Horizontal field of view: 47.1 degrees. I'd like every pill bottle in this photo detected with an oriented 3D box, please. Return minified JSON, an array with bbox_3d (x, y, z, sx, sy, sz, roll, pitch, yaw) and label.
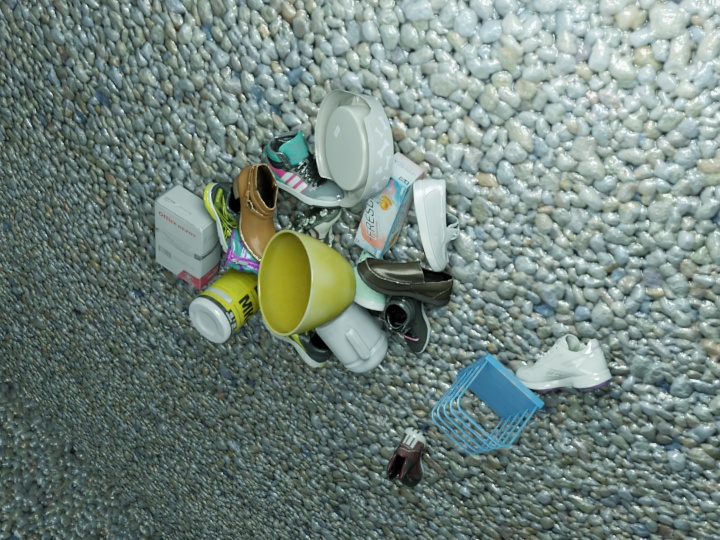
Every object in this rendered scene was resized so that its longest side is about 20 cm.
[{"bbox_3d":[-0.278,0.059,1.843,0.113,0.200,0.115,23,136,24],"label":"pill bottle"}]

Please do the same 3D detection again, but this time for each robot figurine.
[{"bbox_3d":[-0.018,0.134,1.747,0.201,0.112,0.170,52,-177,-17],"label":"robot figurine"}]

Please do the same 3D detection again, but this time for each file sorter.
[{"bbox_3d":[0.235,0.268,1.600,0.139,0.123,0.200,42,162,4],"label":"file sorter"}]

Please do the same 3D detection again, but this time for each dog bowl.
[{"bbox_3d":[-0.011,-0.214,1.436,0.199,0.058,0.203,25,119,56],"label":"dog bowl"}]

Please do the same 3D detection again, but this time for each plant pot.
[{"bbox_3d":[-0.092,0.027,1.617,0.199,0.140,0.203,-6,83,53],"label":"plant pot"}]

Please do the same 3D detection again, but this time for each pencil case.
[{"bbox_3d":[-0.190,-0.014,1.742,0.198,0.093,0.086,21,123,-11],"label":"pencil case"}]

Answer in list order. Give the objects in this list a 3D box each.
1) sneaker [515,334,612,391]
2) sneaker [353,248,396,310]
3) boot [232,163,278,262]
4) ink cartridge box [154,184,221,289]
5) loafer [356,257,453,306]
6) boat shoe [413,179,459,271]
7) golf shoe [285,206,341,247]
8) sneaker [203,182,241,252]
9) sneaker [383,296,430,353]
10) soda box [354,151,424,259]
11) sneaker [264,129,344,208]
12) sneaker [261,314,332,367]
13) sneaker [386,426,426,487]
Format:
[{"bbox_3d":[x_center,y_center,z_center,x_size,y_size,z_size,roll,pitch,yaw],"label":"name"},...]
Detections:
[{"bbox_3d":[0.365,0.167,1.508,0.199,0.074,0.101,-13,91,48],"label":"sneaker"},{"bbox_3d":[0.000,0.000,1.678,0.200,0.073,0.120,22,99,54],"label":"sneaker"},{"bbox_3d":[-0.188,-0.112,1.633,0.155,0.076,0.203,-10,94,65],"label":"boot"},{"bbox_3d":[-0.401,-0.078,1.922,0.145,0.085,0.201,31,140,16],"label":"ink cartridge box"},{"bbox_3d":[0.088,0.006,1.554,0.197,0.073,0.072,14,125,-20],"label":"loafer"},{"bbox_3d":[0.143,-0.081,1.477,0.067,0.072,0.202,-8,126,12],"label":"boat shoe"},{"bbox_3d":[-0.080,-0.087,1.665,0.088,0.078,0.199,33,149,-19],"label":"golf shoe"},{"bbox_3d":[-0.266,-0.099,1.785,0.084,0.074,0.202,-9,117,43],"label":"sneaker"},{"bbox_3d":[0.088,0.107,1.653,0.070,0.099,0.202,16,133,27],"label":"sneaker"},{"bbox_3d":[0.050,-0.116,1.517,0.063,0.068,0.201,34,140,13],"label":"soda box"},{"bbox_3d":[-0.106,-0.204,1.574,0.198,0.084,0.122,25,146,24],"label":"sneaker"},{"bbox_3d":[-0.137,0.134,1.894,0.199,0.075,0.085,41,139,-9],"label":"sneaker"},{"bbox_3d":[0.095,0.466,1.936,0.075,0.116,0.202,22,135,24],"label":"sneaker"}]
